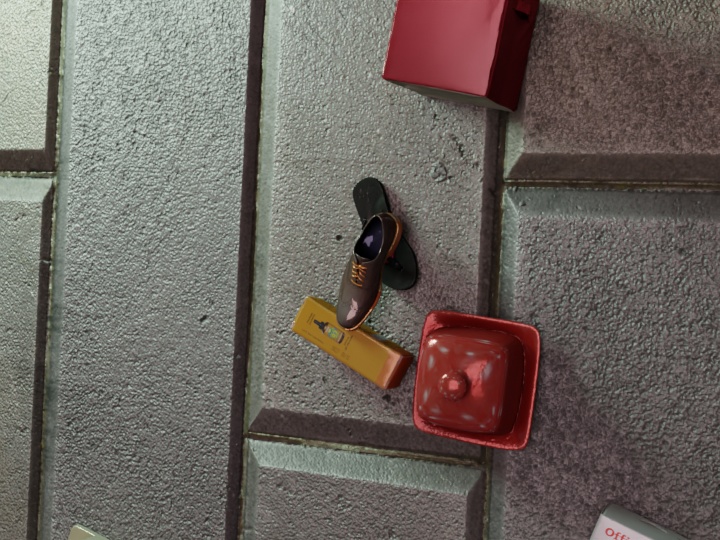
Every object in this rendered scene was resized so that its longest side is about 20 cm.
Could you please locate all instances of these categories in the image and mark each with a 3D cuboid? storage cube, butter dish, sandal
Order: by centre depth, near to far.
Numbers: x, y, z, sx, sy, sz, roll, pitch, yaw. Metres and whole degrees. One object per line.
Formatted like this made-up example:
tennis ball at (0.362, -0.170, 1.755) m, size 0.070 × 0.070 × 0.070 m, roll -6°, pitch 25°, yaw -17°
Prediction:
storage cube at (0.154, -0.355, 1.594) m, size 0.199 × 0.171 × 0.181 m, roll 14°, pitch 96°, yaw 22°
butter dish at (0.160, 0.171, 1.596) m, size 0.198 × 0.148 × 0.202 m, roll 8°, pitch 93°, yaw 24°
sandal at (0.032, -0.058, 1.709) m, size 0.075 × 0.045 × 0.201 m, roll -26°, pitch 79°, yaw 21°

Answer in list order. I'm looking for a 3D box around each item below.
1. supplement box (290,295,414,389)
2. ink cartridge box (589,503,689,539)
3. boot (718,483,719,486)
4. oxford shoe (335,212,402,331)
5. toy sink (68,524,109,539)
supplement box at (-0.014, 0.117, 1.717) m, size 0.199 × 0.069 × 0.067 m, roll 31°, pitch 100°, yaw 19°
ink cartridge box at (0.387, 0.468, 1.528) m, size 0.146 × 0.086 × 0.201 m, roll 23°, pitch 99°, yaw 22°
boot at (0.541, 0.357, 1.479) m, size 0.199 × 0.068 × 0.131 m, roll -29°, pitch 75°, yaw 12°
oxford shoe at (0.000, 0.000, 1.656) m, size 0.071 × 0.073 × 0.202 m, roll 21°, pitch 95°, yaw 21°
toy sink at (-0.489, 0.566, 1.889) m, size 0.199 × 0.112 × 0.131 m, roll 21°, pitch 97°, yaw 22°
